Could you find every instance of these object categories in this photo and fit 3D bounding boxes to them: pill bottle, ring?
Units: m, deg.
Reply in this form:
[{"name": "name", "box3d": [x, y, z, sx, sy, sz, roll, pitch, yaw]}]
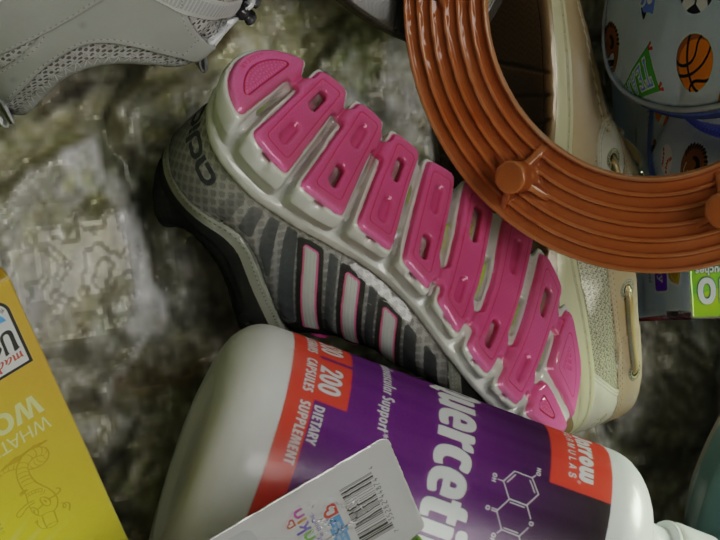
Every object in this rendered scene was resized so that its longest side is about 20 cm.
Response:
[{"name": "pill bottle", "box3d": [0.028, 0.101, 0.925, 0.199, 0.112, 0.113, 20, 77, -9]}, {"name": "ring", "box3d": [0.101, -0.099, 0.904, 0.019, 0.200, 0.202, -7, 92, -63]}]

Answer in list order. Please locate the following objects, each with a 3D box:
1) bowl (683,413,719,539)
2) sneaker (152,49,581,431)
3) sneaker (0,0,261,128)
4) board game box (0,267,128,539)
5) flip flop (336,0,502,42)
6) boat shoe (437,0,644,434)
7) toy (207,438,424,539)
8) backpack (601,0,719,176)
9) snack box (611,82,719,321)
[{"name": "bowl", "box3d": [0.209, 0.089, 1.051, 0.201, 0.105, 0.201, -41, 148, -32]}, {"name": "sneaker", "box3d": [0.000, 0.000, 0.960, 0.200, 0.087, 0.074, 40, 47, -24]}, {"name": "sneaker", "box3d": [-0.059, -0.115, 0.913, 0.199, 0.075, 0.082, -18, 116, 3]}, {"name": "board game box", "box3d": [-0.151, 0.109, 0.826, 0.153, 0.040, 0.201, -33, 127, -18]}, {"name": "flip flop", "box3d": [-0.029, -0.155, 0.968, 0.199, 0.058, 0.081, 26, 90, -14]}, {"name": "boat shoe", "box3d": [0.080, -0.033, 1.024, 0.065, 0.072, 0.201, -12, 100, -38]}, {"name": "toy", "box3d": [-0.065, 0.139, 0.837, 0.199, 0.047, 0.116, -27, 122, -8]}, {"name": "backpack", "box3d": [0.186, -0.098, 0.969, 0.153, 0.200, 0.192, 4, 91, -25]}, {"name": "snack box", "box3d": [0.177, -0.081, 1.096, 0.142, 0.053, 0.201, -2, 89, -31]}]
